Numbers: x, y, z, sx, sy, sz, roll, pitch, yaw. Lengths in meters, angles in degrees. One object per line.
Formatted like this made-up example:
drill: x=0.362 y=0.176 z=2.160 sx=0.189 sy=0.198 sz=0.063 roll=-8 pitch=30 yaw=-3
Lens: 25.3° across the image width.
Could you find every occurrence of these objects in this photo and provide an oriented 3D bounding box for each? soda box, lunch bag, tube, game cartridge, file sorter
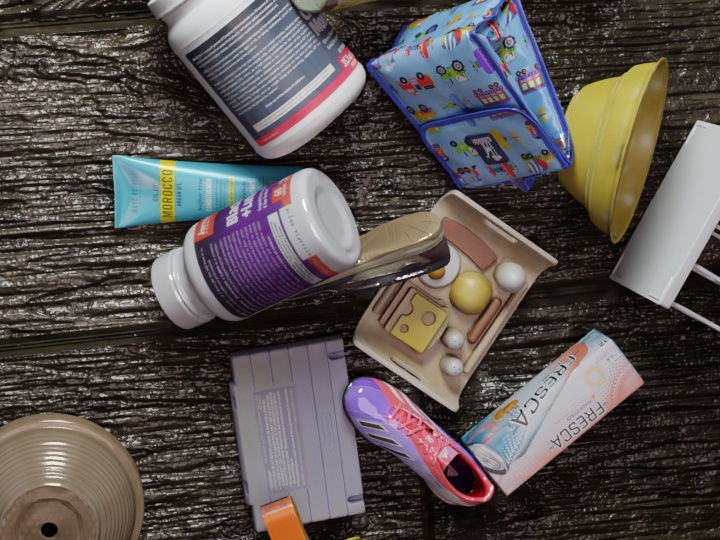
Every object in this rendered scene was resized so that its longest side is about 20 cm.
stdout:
soda box: x=0.211 y=0.155 z=1.773 sx=0.200 sy=0.064 sz=0.068 roll=-40 pitch=104 yaw=-2
lunch bag: x=0.128 y=-0.169 z=1.659 sx=0.200 sy=0.150 sz=0.094 roll=58 pitch=47 yaw=-20
tube: x=-0.158 y=-0.083 z=1.677 sx=0.199 sy=0.050 sz=0.078 roll=-1 pitch=102 yaw=-6
game cartridge: x=-0.070 y=0.177 z=1.742 sx=0.129 sy=0.038 sz=0.201 roll=-8 pitch=101 yaw=-5
file sorter: x=0.391 y=-0.038 z=1.736 sx=0.124 sy=0.139 sz=0.200 roll=28 pitch=94 yaw=-17

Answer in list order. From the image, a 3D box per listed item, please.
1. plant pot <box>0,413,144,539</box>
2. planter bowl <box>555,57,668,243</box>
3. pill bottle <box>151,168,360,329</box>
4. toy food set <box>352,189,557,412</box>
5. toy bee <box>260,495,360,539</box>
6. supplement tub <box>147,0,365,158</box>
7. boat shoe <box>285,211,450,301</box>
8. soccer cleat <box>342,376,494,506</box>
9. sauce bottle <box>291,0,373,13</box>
plant pot: x=-0.324 y=0.257 z=1.679 sx=0.200 sy=0.093 sz=0.202 roll=-2 pitch=99 yaw=-11
planter bowl: x=0.256 y=-0.135 z=1.692 sx=0.083 sy=0.200 sz=0.201 roll=16 pitch=97 yaw=17
pill bottle: x=-0.110 y=-0.015 z=1.636 sx=0.200 sy=0.111 sz=0.112 roll=-25 pitch=105 yaw=21
toy food set: x=0.102 y=0.034 z=1.734 sx=0.143 sy=0.060 sz=0.200 roll=33 pitch=92 yaw=-14
toy bee: x=-0.066 y=0.335 z=1.733 sx=0.130 sy=0.109 sz=0.201 roll=0 pitch=95 yaw=-5
supplement tub: x=-0.103 y=-0.226 z=1.610 sx=0.140 sy=0.140 sz=0.200 roll=-40 pitch=104 yaw=-2
boat shoe: x=0.000 y=0.000 z=1.690 sx=0.199 sy=0.072 sz=0.065 roll=-20 pitch=120 yaw=12
soccer cleat: x=0.065 y=0.184 z=1.736 sx=0.200 sy=0.073 sz=0.068 roll=44 pitch=72 yaw=-18
sauce bottle: x=0.008 y=-0.302 z=1.609 sx=0.200 sy=0.065 sz=0.065 roll=-25 pitch=108 yaw=-49
